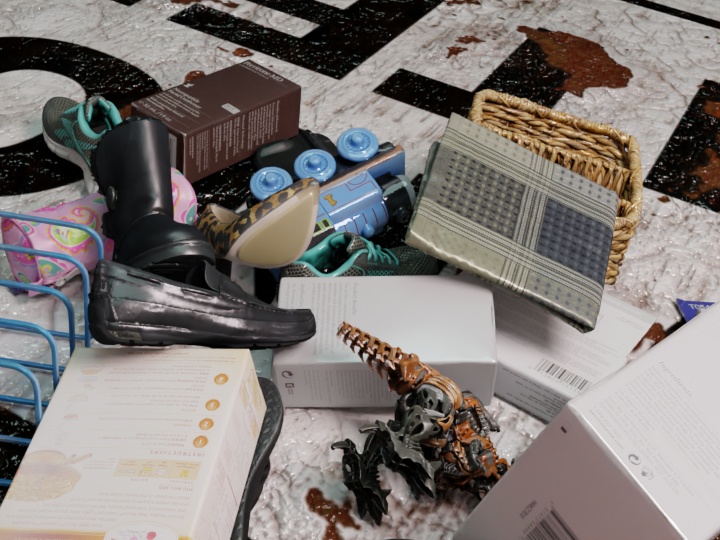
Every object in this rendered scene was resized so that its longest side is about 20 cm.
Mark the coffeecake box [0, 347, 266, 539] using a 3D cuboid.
[{"bbox_3d":[-0.168,0.155,0.793,0.150,0.074,0.202,0,42,13],"label":"coffeecake box"}]

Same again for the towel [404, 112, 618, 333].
[{"bbox_3d":[0.144,-0.047,1.009,0.197,0.035,0.194,26,47,-4],"label":"towel"}]

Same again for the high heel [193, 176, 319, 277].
[{"bbox_3d":[-0.105,-0.059,1.029,0.070,0.200,0.144,18,42,-32],"label":"high heel"}]

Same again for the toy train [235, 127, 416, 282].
[{"bbox_3d":[-0.031,-0.068,1.124,0.197,0.087,0.115,-26,58,-17],"label":"toy train"}]

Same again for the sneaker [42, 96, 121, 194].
[{"bbox_3d":[-0.302,-0.162,1.218,0.077,0.093,0.199,-20,44,-34],"label":"sneaker"}]

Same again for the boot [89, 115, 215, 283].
[{"bbox_3d":[-0.192,-0.062,0.964,0.075,0.200,0.172,-2,77,-26],"label":"boot"}]

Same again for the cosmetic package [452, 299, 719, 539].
[{"bbox_3d":[0.205,0.154,0.785,0.198,0.201,0.123,-26,66,-37],"label":"cosmetic package"}]

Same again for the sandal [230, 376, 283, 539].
[{"bbox_3d":[-0.109,0.174,0.855,0.074,0.048,0.203,5,49,10],"label":"sandal"}]

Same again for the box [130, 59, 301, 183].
[{"bbox_3d":[-0.172,-0.183,1.302,0.099,0.076,0.199,30,39,28],"label":"box"}]

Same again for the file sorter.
[{"bbox_3d":[-0.296,0.060,0.891,0.120,0.141,0.202,8,36,-1],"label":"file sorter"}]

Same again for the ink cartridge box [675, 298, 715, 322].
[{"bbox_3d":[0.443,0.082,1.083,0.195,0.041,0.202,2,36,-8],"label":"ink cartridge box"}]

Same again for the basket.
[{"bbox_3d":[0.195,-0.088,1.123,0.196,0.152,0.143,17,16,-6],"label":"basket"}]

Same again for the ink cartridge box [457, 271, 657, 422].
[{"bbox_3d":[0.170,0.060,1.060,0.198,0.044,0.173,27,38,25],"label":"ink cartridge box"}]

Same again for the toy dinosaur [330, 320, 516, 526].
[{"bbox_3d":[0.048,0.132,0.879,0.199,0.103,0.135,35,47,17],"label":"toy dinosaur"}]

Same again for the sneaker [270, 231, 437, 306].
[{"bbox_3d":[0.000,0.000,1.068,0.197,0.093,0.078,-19,44,-32],"label":"sneaker"}]

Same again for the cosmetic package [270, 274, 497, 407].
[{"bbox_3d":[0.022,0.064,0.966,0.195,0.075,0.103,1,50,3],"label":"cosmetic package"}]

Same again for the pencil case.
[{"bbox_3d":[-0.262,-0.040,1.082,0.198,0.089,0.087,-25,46,-36],"label":"pencil case"}]

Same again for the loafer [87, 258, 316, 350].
[{"bbox_3d":[-0.122,0.028,0.866,0.197,0.072,0.068,6,-8,-33],"label":"loafer"}]

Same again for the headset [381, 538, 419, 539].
[{"bbox_3d":[0.059,0.240,0.750,0.196,0.096,0.124,9,35,22],"label":"headset"}]

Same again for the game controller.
[{"bbox_3d":[-0.053,-0.099,1.247,0.103,0.043,0.201,-22,43,-13],"label":"game controller"}]
